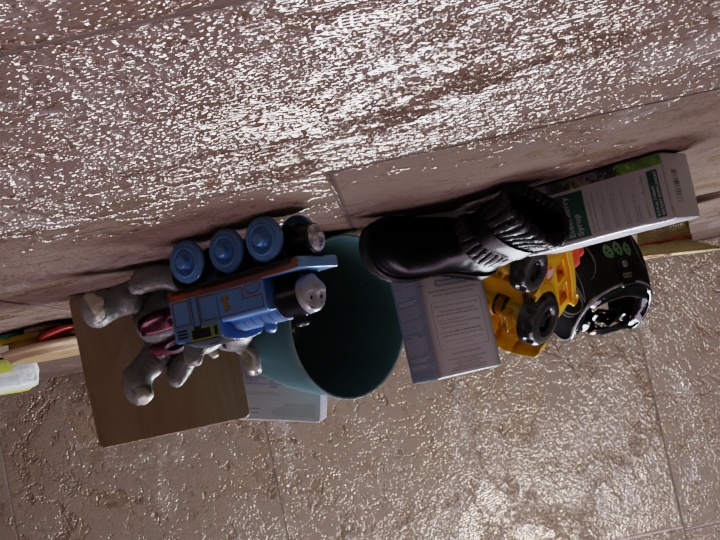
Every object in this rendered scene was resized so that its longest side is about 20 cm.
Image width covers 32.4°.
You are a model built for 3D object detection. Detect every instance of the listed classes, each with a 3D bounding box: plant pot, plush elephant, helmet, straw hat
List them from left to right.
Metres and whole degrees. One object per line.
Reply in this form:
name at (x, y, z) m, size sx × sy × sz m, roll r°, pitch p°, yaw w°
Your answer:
plush elephant at (-0.191, 0.065, 1.443) m, size 0.155 × 0.165 × 0.200 m, roll 14°, pitch -140°, yaw 41°
plant pot at (-0.068, 0.058, 1.559) m, size 0.200 × 0.201 × 0.161 m, roll -8°, pitch -177°, yaw -44°
helmet at (0.364, 0.006, 2.005) m, size 0.200 × 0.191 × 0.200 m, roll -17°, pitch 142°, yaw -14°
straw hat at (0.544, -0.068, 2.224) m, size 0.201 × 0.085 × 0.201 m, roll -6°, pitch 177°, yaw 0°

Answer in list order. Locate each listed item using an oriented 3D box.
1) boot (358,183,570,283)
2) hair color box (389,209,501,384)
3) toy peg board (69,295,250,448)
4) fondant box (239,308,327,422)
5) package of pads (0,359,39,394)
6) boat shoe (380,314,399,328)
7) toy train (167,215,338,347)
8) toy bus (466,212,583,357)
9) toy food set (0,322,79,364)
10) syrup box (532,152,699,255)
boot at (0.119, -0.044, 1.426) m, size 0.211 × 0.080 × 0.158 m, roll -1°, pitch 165°, yaw -33°
hair color box at (0.097, 0.031, 1.527) m, size 0.099 × 0.200 × 0.061 m, roll -9°, pitch 174°, yaw -33°
toy peg board at (-0.265, 0.113, 1.653) m, size 0.199 × 0.200 × 0.098 m, roll -12°, pitch -178°, yaw -5°
fondant box at (-0.118, 0.104, 1.693) m, size 0.144 × 0.200 × 0.058 m, roll 1°, pitch -179°, yaw 10°
package of pads at (-0.745, 0.222, 2.534) m, size 0.154 × 0.068 × 0.200 m, roll -10°, pitch 175°, yaw -22°
boat shoe at (0.095, 0.037, 1.669) m, size 0.071 × 0.069 × 0.200 m, roll 1°, pitch -149°, yaw 33°
toy train at (-0.114, 0.012, 1.278) m, size 0.200 × 0.114 × 0.087 m, roll -14°, pitch 175°, yaw 34°
toy bus at (0.223, -0.018, 1.637) m, size 0.136 × 0.200 × 0.192 m, roll 23°, pitch -129°, yaw 38°
toy food set at (-0.476, 0.111, 1.982) m, size 0.200 × 0.049 × 0.198 m, roll -13°, pitch 175°, yaw 14°
syrup box at (0.289, -0.077, 1.467) m, size 0.200 × 0.079 × 0.081 m, roll -15°, pitch 175°, yaw 36°
